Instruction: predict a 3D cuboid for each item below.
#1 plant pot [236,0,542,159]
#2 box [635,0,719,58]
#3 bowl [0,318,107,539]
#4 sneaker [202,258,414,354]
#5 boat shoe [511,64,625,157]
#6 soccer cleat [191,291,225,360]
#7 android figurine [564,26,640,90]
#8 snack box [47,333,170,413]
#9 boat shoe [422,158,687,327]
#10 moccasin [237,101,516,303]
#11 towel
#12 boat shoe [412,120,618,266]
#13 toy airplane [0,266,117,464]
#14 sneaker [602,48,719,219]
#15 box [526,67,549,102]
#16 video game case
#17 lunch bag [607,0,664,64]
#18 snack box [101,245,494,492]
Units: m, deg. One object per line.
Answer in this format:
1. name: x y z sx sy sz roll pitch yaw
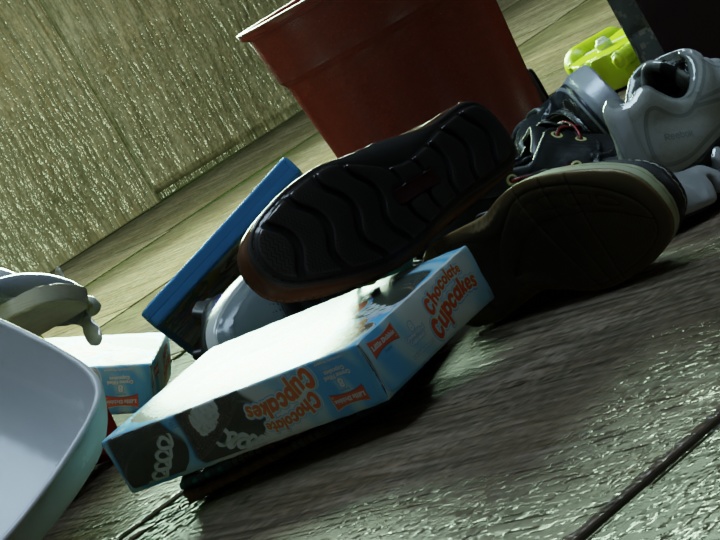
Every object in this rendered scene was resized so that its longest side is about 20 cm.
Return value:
1. plant pot: 0.040 -0.143 1.860 0.201 0.195 0.201 -29 7 4
2. box: 0.263 -0.221 1.496 0.166 0.200 0.164 -35 8 -34
3. bowl: -0.253 0.119 1.399 0.200 0.075 0.200 20 57 29
4. sneaker: 0.000 0.000 1.530 0.200 0.084 0.121 -34 -1 -38
5. boat shoe: 0.139 -0.081 1.613 0.071 0.072 0.200 -40 -2 -4
6. soccer cleat: -0.045 0.027 1.656 0.084 0.065 0.200 5 15 19
7. android figurine: 0.248 -0.198 2.039 0.182 0.041 0.200 -22 9 47
8. snack box: -0.239 0.076 1.737 0.200 0.037 0.116 -3 10 1
9. boat shoe: 0.106 -0.026 1.298 0.065 0.073 0.200 -41 12 -33
10. moccasin: 0.002 -0.033 1.347 0.078 0.074 0.201 -41 -1 44
11. towel: -0.017 0.062 1.393 0.147 0.022 0.200 -28 8 19
12. boat shoe: 0.117 -0.057 1.456 0.201 0.063 0.074 -19 5 1
13. toy airplane: -0.257 0.054 1.577 0.200 0.199 0.141 6 56 8
14. sneaker: 0.195 -0.092 1.373 0.075 0.081 0.200 -27 6 34
15. box: 0.063 -0.099 2.026 0.200 0.048 0.158 -30 5 4
16. video game case: -0.083 -0.003 1.723 0.143 0.018 0.200 -48 -10 -3
17. lunch bag: 0.258 -0.223 1.663 0.200 0.164 0.118 -29 4 9
18. snack box: -0.035 0.054 1.316 0.200 0.037 0.116 -22 13 39
